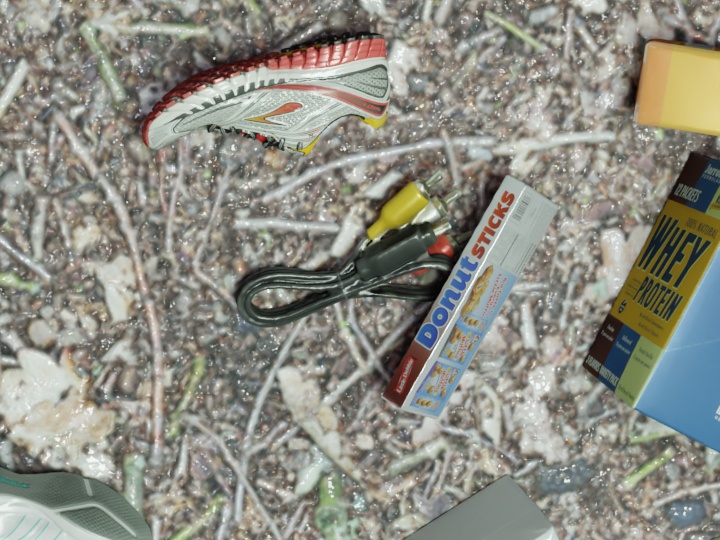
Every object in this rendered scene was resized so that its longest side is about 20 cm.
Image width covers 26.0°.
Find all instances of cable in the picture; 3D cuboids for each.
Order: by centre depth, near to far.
[{"bbox_3d":[0.000,0.000,1.248,0.198,0.051,0.098,-25,121,8],"label":"cable"}]

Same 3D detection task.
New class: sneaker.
[{"bbox_3d":[-0.069,-0.121,1.183,0.197,0.078,0.083,-14,104,-7],"label":"sneaker"},{"bbox_3d":[-0.262,0.201,1.222,0.198,0.071,0.081,16,113,-9],"label":"sneaker"}]

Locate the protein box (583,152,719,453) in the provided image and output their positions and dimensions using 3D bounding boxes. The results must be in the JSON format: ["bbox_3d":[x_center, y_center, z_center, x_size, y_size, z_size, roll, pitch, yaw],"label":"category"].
[{"bbox_3d":[0.322,0.045,1.250,0.197,0.135,0.202,26,95,-13],"label":"protein box"}]

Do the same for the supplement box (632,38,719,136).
[{"bbox_3d":[0.317,-0.134,1.216,0.197,0.069,0.067,11,103,13],"label":"supplement box"}]

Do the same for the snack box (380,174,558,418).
[{"bbox_3d":[0.089,0.024,1.242,0.024,0.072,0.202,32,95,29],"label":"snack box"}]

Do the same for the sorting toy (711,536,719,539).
[{"bbox_3d":[0.419,0.312,1.350,0.197,0.070,0.201,-14,102,-7],"label":"sorting toy"}]

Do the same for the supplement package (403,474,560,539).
[{"bbox_3d":[0.103,0.314,1.257,0.190,0.147,0.201,-31,103,-3],"label":"supplement package"}]
